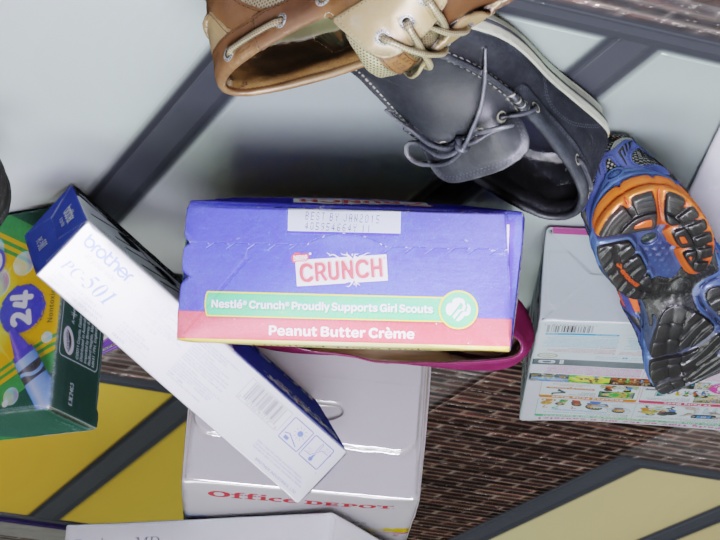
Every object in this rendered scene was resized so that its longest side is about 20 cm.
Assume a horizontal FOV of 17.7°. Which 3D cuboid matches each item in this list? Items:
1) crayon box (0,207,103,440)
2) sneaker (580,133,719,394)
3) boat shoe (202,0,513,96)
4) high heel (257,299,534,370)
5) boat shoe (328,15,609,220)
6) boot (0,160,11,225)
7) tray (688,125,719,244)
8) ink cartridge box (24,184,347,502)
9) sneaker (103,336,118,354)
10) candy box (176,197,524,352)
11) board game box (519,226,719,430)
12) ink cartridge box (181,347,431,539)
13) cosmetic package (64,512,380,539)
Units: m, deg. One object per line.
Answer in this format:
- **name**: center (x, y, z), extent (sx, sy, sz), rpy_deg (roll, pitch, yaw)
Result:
- **crayon box**: center (-0.248, 0.039, 1.381), extent (0.200, 0.126, 0.052), rpy_deg (-9, 157, 28)
- **sneaker**: center (0.167, -0.005, 1.252), extent (0.075, 0.078, 0.200), rpy_deg (-23, 140, 5)
- **boat shoe**: center (0.018, -0.117, 0.998), extent (0.200, 0.074, 0.076), rpy_deg (-11, 156, 34)
- **high heel**: center (0.001, 0.025, 1.352), extent (0.200, 0.067, 0.096), rpy_deg (-1, -170, -4)
- **boat shoe**: center (0.055, -0.078, 1.121), extent (0.075, 0.062, 0.200), rpy_deg (-10, 155, 36)
- **boot**: center (-0.277, -0.025, 1.271), extent (0.211, 0.079, 0.158), rpy_deg (9, 155, 13)
- **tray**: center (0.221, -0.029, 1.202), extent (0.022, 0.107, 0.200), rpy_deg (-29, 164, -12)
- **ink cartridge box**: center (-0.099, 0.040, 1.302), extent (0.200, 0.044, 0.094), rpy_deg (43, -178, -19)
- **sneaker**: center (-0.219, 0.049, 1.479), extent (0.200, 0.081, 0.083), rpy_deg (-10, 162, 29)
- **candy box**: center (0.000, 0.000, 1.222), extent (0.169, 0.077, 0.200), rpy_deg (3, -179, 3)
- **board game box**: center (0.177, 0.039, 1.422), extent (0.147, 0.064, 0.200), rpy_deg (3, 158, 1)
- **ink cartridge box**: center (-0.036, 0.098, 1.487), extent (0.147, 0.145, 0.200), rpy_deg (5, 160, -3)
- **cosmetic package**: center (-0.085, 0.263, 1.443), extent (0.199, 0.200, 0.123), rpy_deg (-6, 155, 27)
